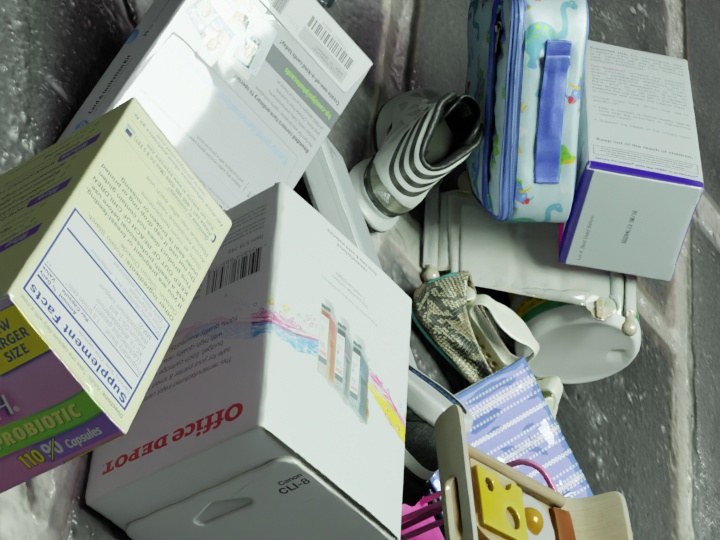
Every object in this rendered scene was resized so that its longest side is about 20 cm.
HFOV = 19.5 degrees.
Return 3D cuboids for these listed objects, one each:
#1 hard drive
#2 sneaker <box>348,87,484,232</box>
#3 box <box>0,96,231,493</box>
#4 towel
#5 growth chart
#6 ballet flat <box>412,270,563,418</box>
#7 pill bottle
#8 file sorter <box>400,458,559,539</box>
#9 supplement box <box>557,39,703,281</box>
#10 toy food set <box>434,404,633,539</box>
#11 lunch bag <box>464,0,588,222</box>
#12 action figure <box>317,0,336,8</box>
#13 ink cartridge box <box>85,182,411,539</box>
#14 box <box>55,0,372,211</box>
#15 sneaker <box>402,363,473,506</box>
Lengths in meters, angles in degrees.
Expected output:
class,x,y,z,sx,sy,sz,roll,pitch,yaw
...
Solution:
class,x,y,z,sx,sy,sz,roll,pitch,yaw
hard drive,0.000,0.000,1.580,0.132,0.027,0.201,46,23,-79
sneaker,0.067,-0.112,1.729,0.076,0.115,0.201,49,31,-14
box,-0.187,0.025,1.136,0.097,0.175,0.200,53,30,-20
towel,0.126,0.183,1.633,0.144,0.024,0.201,-26,88,-36
growth chart,0.145,-0.022,1.770,0.018,0.199,0.145,99,5,-47
ballet flat,0.119,0.084,1.709,0.201,0.075,0.068,56,26,-16
pill bottle,0.183,-0.011,1.855,0.113,0.112,0.201,35,40,-42
file sorter,0.072,0.231,1.463,0.140,0.125,0.200,64,28,-1
supplement box,0.224,-0.096,1.779,0.103,0.102,0.201,10,38,-5
toy food set,0.124,0.184,1.395,0.200,0.060,0.144,32,42,-43
lunch bag,0.134,-0.145,1.716,0.161,0.082,0.201,-115,-154,-69
action figure,-0.117,-0.206,1.546,0.200,0.105,0.194,33,33,-26
ink cartridge box,-0.066,0.081,1.328,0.145,0.145,0.201,43,36,-35
box,-0.096,-0.115,1.439,0.156,0.041,0.201,44,66,-33
sneaker,-0.026,0.091,1.471,0.200,0.112,0.073,39,10,27
